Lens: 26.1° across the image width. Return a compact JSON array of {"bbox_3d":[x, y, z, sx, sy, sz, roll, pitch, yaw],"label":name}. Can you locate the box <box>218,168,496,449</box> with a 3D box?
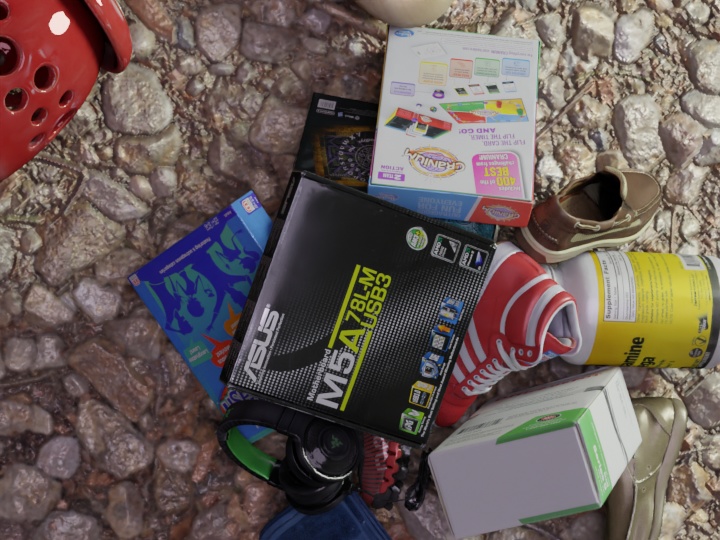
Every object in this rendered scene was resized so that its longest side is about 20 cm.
[{"bbox_3d":[-0.002,0.035,1.364,0.193,0.048,0.201,20,90,-19],"label":"box"}]

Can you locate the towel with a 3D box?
[{"bbox_3d":[-0.010,0.291,1.448,0.112,0.049,0.200,-35,55,-7],"label":"towel"}]

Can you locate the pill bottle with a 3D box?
[{"bbox_3d":[0.253,0.038,1.513,0.199,0.112,0.113,2,89,-8],"label":"pill bottle"}]

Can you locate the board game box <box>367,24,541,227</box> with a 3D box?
[{"bbox_3d":[0.090,-0.140,1.466,0.153,0.040,0.200,7,56,1],"label":"board game box"}]

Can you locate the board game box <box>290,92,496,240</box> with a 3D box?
[{"bbox_3d":[0.037,-0.093,1.478,0.199,0.028,0.136,11,60,4],"label":"board game box"}]

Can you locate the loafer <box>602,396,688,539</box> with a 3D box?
[{"bbox_3d":[0.264,0.216,1.536,0.067,0.076,0.201,19,77,-7],"label":"loafer"}]

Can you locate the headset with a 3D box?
[{"bbox_3d":[-0.031,0.167,1.431,0.200,0.124,0.094,23,58,5],"label":"headset"}]

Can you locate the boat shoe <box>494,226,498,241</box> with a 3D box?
[{"bbox_3d":[0.101,-0.037,1.514,0.072,0.066,0.201,10,88,-8],"label":"boat shoe"}]

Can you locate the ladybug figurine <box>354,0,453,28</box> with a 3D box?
[{"bbox_3d":[0.024,-0.327,1.501,0.135,0.072,0.201,-19,89,-11],"label":"ladybug figurine"}]

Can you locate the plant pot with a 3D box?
[{"bbox_3d":[-0.323,-0.210,1.392,0.182,0.200,0.200,-43,95,-14],"label":"plant pot"}]

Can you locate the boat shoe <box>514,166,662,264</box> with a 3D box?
[{"bbox_3d":[0.236,-0.064,1.484,0.202,0.075,0.075,-27,70,-44],"label":"boat shoe"}]

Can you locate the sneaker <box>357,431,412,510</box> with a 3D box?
[{"bbox_3d":[0.007,0.130,1.498,0.098,0.071,0.201,4,94,1],"label":"sneaker"}]

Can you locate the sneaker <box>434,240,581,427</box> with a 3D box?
[{"bbox_3d":[0.132,0.085,1.445,0.112,0.071,0.200,38,120,31],"label":"sneaker"}]

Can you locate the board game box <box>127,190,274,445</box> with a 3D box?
[{"bbox_3d":[-0.105,0.048,1.451,0.152,0.045,0.200,-33,95,33],"label":"board game box"}]

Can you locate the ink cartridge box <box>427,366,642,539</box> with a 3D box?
[{"bbox_3d":[0.167,0.165,1.435,0.146,0.200,0.084,-17,94,23],"label":"ink cartridge box"}]
